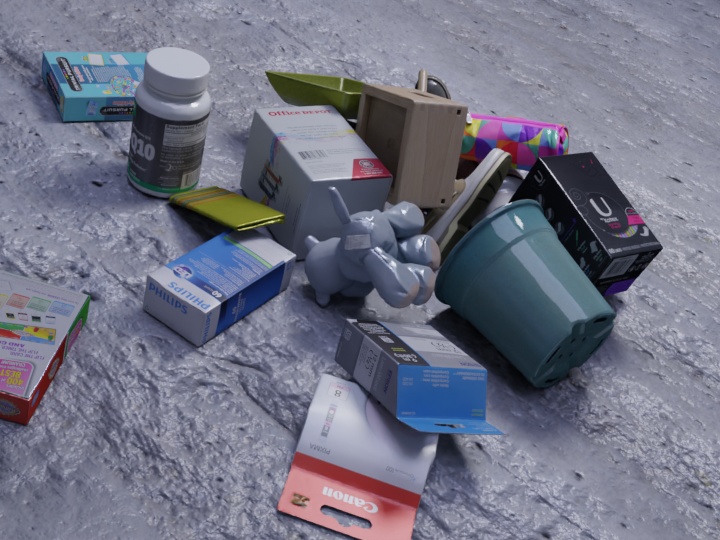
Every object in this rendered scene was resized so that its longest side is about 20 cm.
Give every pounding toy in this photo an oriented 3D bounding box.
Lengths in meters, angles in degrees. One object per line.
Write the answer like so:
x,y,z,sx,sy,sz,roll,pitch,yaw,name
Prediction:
0.078,-0.211,1.634,0.140,0.187,0.200,1,17,-30,pounding toy

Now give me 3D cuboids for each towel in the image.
-0.196,-0.089,1.534,0.085,0.018,0.199,-17,25,-34,towel

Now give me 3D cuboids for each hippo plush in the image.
0.000,0.000,1.453,0.198,0.160,0.161,3,63,-46,hippo plush

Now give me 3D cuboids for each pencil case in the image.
0.231,-0.207,1.676,0.197,0.089,0.088,13,32,19,pencil case

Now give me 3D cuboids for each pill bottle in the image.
0.219,-0.131,1.746,0.113,0.115,0.201,5,37,-16,pill bottle
-0.284,-0.221,1.574,0.111,0.202,0.114,10,34,-7,pill bottle

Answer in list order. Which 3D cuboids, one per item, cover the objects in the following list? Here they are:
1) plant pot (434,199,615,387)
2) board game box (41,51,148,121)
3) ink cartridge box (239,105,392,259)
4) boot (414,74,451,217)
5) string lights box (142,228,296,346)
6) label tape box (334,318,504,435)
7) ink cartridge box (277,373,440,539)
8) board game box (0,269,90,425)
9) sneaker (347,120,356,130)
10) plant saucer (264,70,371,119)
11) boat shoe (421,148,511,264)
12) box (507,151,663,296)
0.237,0.042,1.468,0.198,0.201,0.197,-15,54,-37,plant pot
-0.419,-0.311,1.774,0.198,0.047,0.151,-6,41,-30,board game box
-0.073,-0.138,1.601,0.144,0.146,0.201,-7,43,-31,ink cartridge box
0.112,-0.211,1.771,0.072,0.184,0.201,-3,28,18,boot
-0.187,0.013,1.422,0.102,0.060,0.200,31,37,20,string lights box
0.078,0.130,1.308,0.142,0.067,0.200,7,16,-34,label tape box
0.004,0.219,1.237,0.160,0.058,0.201,18,30,1,ink cartridge box
-0.425,0.081,1.243,0.151,0.041,0.201,16,35,-2,board game box
-0.010,-0.213,1.798,0.197,0.082,0.089,13,35,8,sneaker
-0.029,-0.288,1.758,0.198,0.049,0.199,22,19,39,plant saucer
0.155,-0.111,1.634,0.068,0.201,0.075,37,1,24,boat shoe
0.335,-0.069,1.581,0.121,0.107,0.201,-9,56,-35,box
